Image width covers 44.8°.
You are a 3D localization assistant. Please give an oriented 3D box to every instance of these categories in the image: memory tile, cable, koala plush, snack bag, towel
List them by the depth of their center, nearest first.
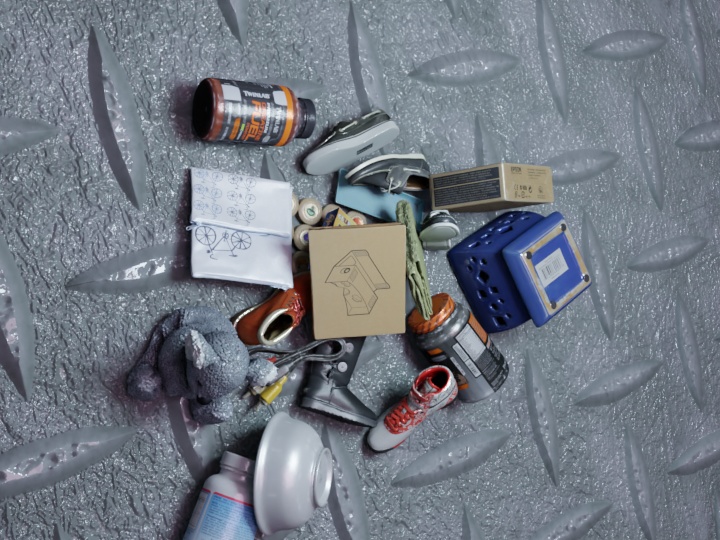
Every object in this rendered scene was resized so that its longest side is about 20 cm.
[{"bbox_3d":[-0.238,0.141,1.369,0.177,0.200,0.184,27,73,-27],"label":"koala plush"},{"bbox_3d":[-0.201,-0.070,1.478,0.188,0.021,0.200,8,69,-26],"label":"snack bag"},{"bbox_3d":[-0.125,0.155,1.518,0.200,0.050,0.097,-30,86,-22],"label":"cable"},{"bbox_3d":[-0.079,-0.054,1.589,0.200,0.017,0.154,14,80,-31],"label":"memory tile"},{"bbox_3d":[0.095,-0.022,1.592,0.036,0.200,0.149,-12,133,6],"label":"towel"}]

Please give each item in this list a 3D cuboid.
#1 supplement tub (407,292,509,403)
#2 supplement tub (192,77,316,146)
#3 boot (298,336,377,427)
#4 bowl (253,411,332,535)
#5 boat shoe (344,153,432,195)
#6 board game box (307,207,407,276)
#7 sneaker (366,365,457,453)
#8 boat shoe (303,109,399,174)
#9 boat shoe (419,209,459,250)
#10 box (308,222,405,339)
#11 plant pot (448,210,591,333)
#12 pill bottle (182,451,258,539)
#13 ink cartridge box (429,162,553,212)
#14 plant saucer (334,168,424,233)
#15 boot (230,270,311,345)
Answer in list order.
[{"bbox_3d":[0.186,0.147,1.676,0.123,0.122,0.200,-47,109,-25],"label":"supplement tub"},{"bbox_3d":[-0.177,-0.267,1.489,0.200,0.107,0.107,-1,87,-31],"label":"supplement tub"},{"bbox_3d":[-0.016,0.172,1.590,0.165,0.066,0.200,25,70,-30],"label":"boot"},{"bbox_3d":[-0.101,0.338,1.440,0.090,0.201,0.201,3,83,13],"label":"bowl"},{"bbox_3d":[0.058,-0.175,1.629,0.200,0.072,0.068,-10,72,-42],"label":"boat shoe"},{"bbox_3d":[0.000,0.000,1.577,0.200,0.035,0.136,43,45,-29],"label":"board game box"},{"bbox_3d":[0.089,0.248,1.594,0.201,0.108,0.067,-33,60,-9],"label":"sneaker"},{"bbox_3d":[-0.026,-0.238,1.611,0.200,0.071,0.064,-26,68,-22],"label":"boat shoe"},{"bbox_3d":[0.144,-0.084,1.637,0.075,0.200,0.060,1,80,-3],"label":"boat shoe"},{"bbox_3d":[-0.005,0.019,1.489,0.163,0.021,0.200,-4,112,-7],"label":"box"},{"bbox_3d":[0.329,-0.001,1.741,0.200,0.180,0.200,-33,105,-29],"label":"plant pot"},{"bbox_3d":[-0.218,0.403,1.418,0.109,0.109,0.200,28,73,-27],"label":"pill bottle"},{"bbox_3d":[0.254,-0.157,1.680,0.200,0.165,0.075,-5,90,-52],"label":"ink cartridge box"},{"bbox_3d":[0.036,-0.129,1.658,0.200,0.019,0.070,18,69,-31],"label":"plant saucer"},{"bbox_3d":[-0.120,0.068,1.500,0.200,0.107,0.075,-38,111,-29],"label":"boot"}]
